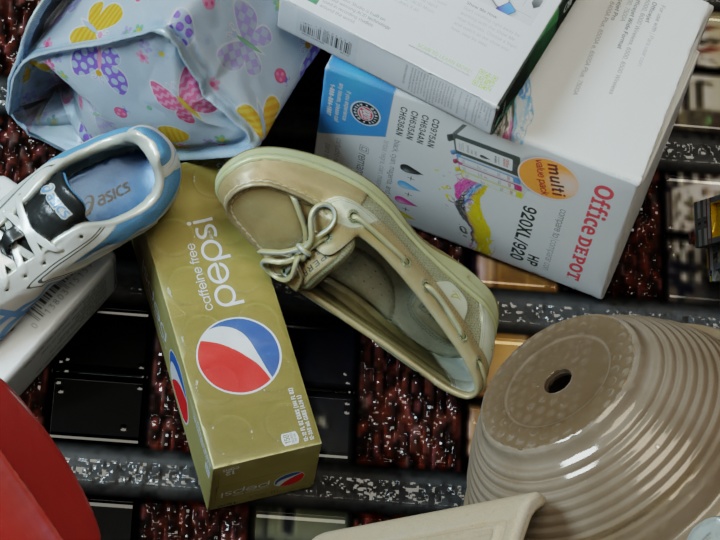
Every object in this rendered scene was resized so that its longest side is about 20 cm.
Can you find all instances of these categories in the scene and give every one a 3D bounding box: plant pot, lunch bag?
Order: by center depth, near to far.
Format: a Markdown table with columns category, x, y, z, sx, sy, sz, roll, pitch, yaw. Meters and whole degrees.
| category | x | y | z | sx | sy | sz | roll | pitch | yaw |
| --- | --- | --- | --- | --- | --- | --- | --- | --- | --- |
| plant pot | 0.131 | 0.090 | 1.449 | 0.200 | 0.093 | 0.201 | -26 | 33 | 19 |
| lunch bag | -0.118 | -0.159 | 1.573 | 0.127 | 0.200 | 0.170 | 51 | 57 | -29 |

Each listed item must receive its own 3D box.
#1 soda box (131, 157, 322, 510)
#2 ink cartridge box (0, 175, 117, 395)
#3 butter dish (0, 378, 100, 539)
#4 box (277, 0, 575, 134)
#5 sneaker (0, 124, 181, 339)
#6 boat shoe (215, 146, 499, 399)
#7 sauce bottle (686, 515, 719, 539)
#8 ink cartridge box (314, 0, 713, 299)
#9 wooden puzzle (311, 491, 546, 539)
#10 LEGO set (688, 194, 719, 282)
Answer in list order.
| category | x | y | z | sx | sy | sz | roll | pitch | yaw |
| --- | --- | --- | --- | --- | --- | --- | --- | --- | --- |
| soda box | -0.083 | 0.034 | 1.532 | 0.067 | 0.064 | 0.201 | -12 | 64 | -12 |
| ink cartridge box | -0.272 | 0.021 | 1.530 | 0.173 | 0.044 | 0.200 | 34 | 64 | 13 |
| butter dish | -0.223 | 0.129 | 1.398 | 0.200 | 0.200 | 0.148 | 57 | 33 | -16 |
| box | 0.061 | -0.190 | 1.518 | 0.144 | 0.036 | 0.200 | 28 | 64 | 9 |
| sneaker | -0.191 | -0.019 | 1.488 | 0.200 | 0.073 | 0.072 | -36 | 71 | -8 |
| boat shoe | -0.001 | 0.002 | 1.513 | 0.200 | 0.073 | 0.063 | 38 | 35 | -23 |
| sauce bottle | 0.239 | 0.161 | 1.389 | 0.065 | 0.200 | 0.065 | -11 | 71 | 36 |
| ink cartridge box | 0.090 | -0.105 | 1.578 | 0.199 | 0.147 | 0.145 | 21 | 61 | 6 |
| wooden puzzle | 0.009 | 0.214 | 1.395 | 0.037 | 0.185 | 0.200 | 42 | 54 | -25 |
| LEGO set | 0.286 | 0.013 | 1.578 | 0.199 | 0.116 | 0.154 | -9 | 87 | -17 |
